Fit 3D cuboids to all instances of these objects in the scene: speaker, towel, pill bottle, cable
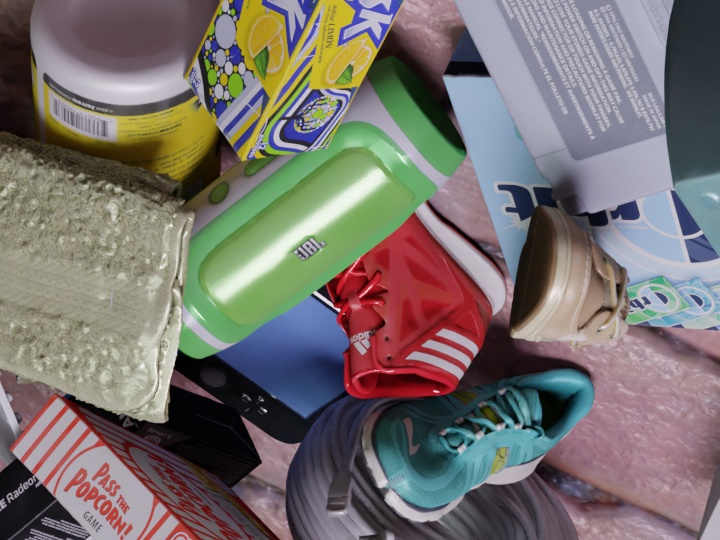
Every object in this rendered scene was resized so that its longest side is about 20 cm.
[{"bbox_3d":[-0.038,-0.035,1.612,0.200,0.089,0.088,-37,117,12],"label":"speaker"},{"bbox_3d":[-0.185,-0.003,1.605,0.199,0.036,0.149,18,112,26],"label":"towel"},{"bbox_3d":[-0.138,-0.084,1.652,0.112,0.113,0.200,17,142,9],"label":"pill bottle"},{"bbox_3d":[0.047,0.162,1.775,0.199,0.200,0.069,26,116,-17],"label":"cable"}]

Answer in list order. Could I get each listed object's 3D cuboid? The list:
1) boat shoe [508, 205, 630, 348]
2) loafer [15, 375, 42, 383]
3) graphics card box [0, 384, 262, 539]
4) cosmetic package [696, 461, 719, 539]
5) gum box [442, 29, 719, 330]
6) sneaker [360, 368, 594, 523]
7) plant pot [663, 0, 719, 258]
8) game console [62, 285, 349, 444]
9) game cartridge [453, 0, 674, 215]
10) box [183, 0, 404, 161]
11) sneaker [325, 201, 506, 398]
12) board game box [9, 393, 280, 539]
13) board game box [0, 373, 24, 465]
[{"bbox_3d":[0.120,0.009,1.550,0.065,0.072,0.200,11,172,2],"label":"boat shoe"},{"bbox_3d":[-0.220,-0.015,1.686,0.201,0.068,0.076,61,170,-7],"label":"loafer"},{"bbox_3d":[-0.176,0.151,1.793,0.200,0.051,0.125,-39,146,20],"label":"graphics card box"},{"bbox_3d":[0.255,0.105,1.697,0.050,0.083,0.200,18,142,3],"label":"cosmetic package"},{"bbox_3d":[0.154,-0.050,1.597,0.169,0.045,0.200,3,137,25],"label":"gum box"},{"bbox_3d":[0.072,0.097,1.717,0.080,0.200,0.078,-35,80,37],"label":"sneaker"},{"bbox_3d":[0.234,-0.090,1.383,0.141,0.200,0.141,-11,131,37],"label":"plant pot"},{"bbox_3d":[-0.075,0.066,1.791,0.170,0.119,0.200,36,141,-15],"label":"game console"},{"bbox_3d":[0.125,-0.133,1.477,0.133,0.042,0.201,-18,109,30],"label":"game cartridge"},{"bbox_3d":[-0.021,-0.155,1.495,0.070,0.064,0.200,54,135,28],"label":"box"},{"bbox_3d":[0.000,0.000,1.676,0.200,0.116,0.078,36,139,-17],"label":"sneaker"},{"bbox_3d":[-0.102,0.161,1.661,0.151,0.046,0.200,42,-176,31],"label":"board game box"},{"bbox_3d":[-0.264,0.045,1.848,0.200,0.026,0.200,46,160,42],"label":"board game box"}]
